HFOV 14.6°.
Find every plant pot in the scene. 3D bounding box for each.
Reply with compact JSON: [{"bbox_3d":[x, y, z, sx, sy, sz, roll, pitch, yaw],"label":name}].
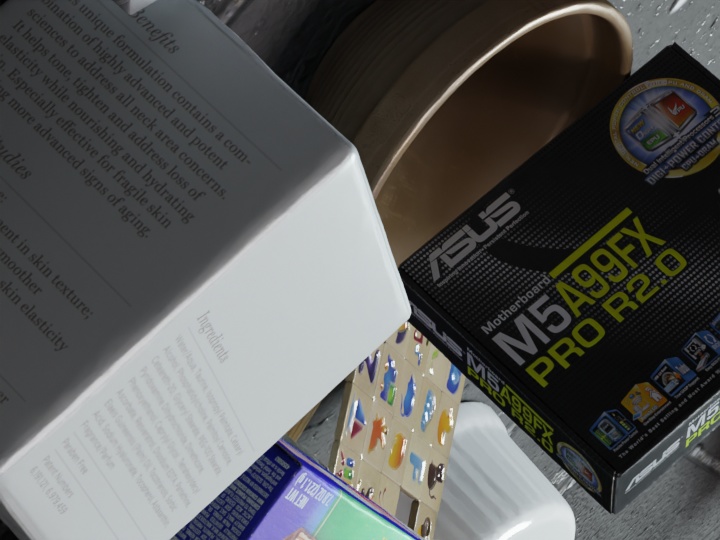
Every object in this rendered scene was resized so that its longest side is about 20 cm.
[{"bbox_3d":[0.036,-0.077,1.418,0.201,0.093,0.201,-38,153,-23],"label":"plant pot"}]

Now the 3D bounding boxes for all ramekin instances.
[{"bbox_3d":[0.048,0.193,1.836,0.200,0.098,0.201,-37,154,-22],"label":"ramekin"}]

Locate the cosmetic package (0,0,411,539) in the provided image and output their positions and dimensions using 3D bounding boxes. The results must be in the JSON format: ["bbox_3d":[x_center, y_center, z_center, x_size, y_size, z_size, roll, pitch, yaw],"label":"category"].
[{"bbox_3d":[-0.112,0.000,1.200,0.200,0.167,0.167,-42,154,-10],"label":"cosmetic package"}]

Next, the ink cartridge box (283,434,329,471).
[{"bbox_3d":[-0.088,0.192,1.487,0.144,0.084,0.201,-21,126,-27],"label":"ink cartridge box"}]

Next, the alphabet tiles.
[{"bbox_3d":[0.022,0.087,1.606,0.167,0.008,0.201,42,57,-62],"label":"alphabet tiles"}]

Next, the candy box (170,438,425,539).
[{"bbox_3d":[-0.056,0.196,1.404,0.169,0.077,0.200,37,89,-41],"label":"candy box"}]

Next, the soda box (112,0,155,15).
[{"bbox_3d":[-0.039,-0.187,1.164,0.200,0.063,0.068,-34,151,-28],"label":"soda box"}]

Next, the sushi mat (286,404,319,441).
[{"bbox_3d":[-0.058,0.086,1.604,0.096,0.012,0.200,-4,131,-56],"label":"sushi mat"}]

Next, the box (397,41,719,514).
[{"bbox_3d":[0.141,0.001,1.404,0.200,0.160,0.044,-38,156,-18],"label":"box"}]
